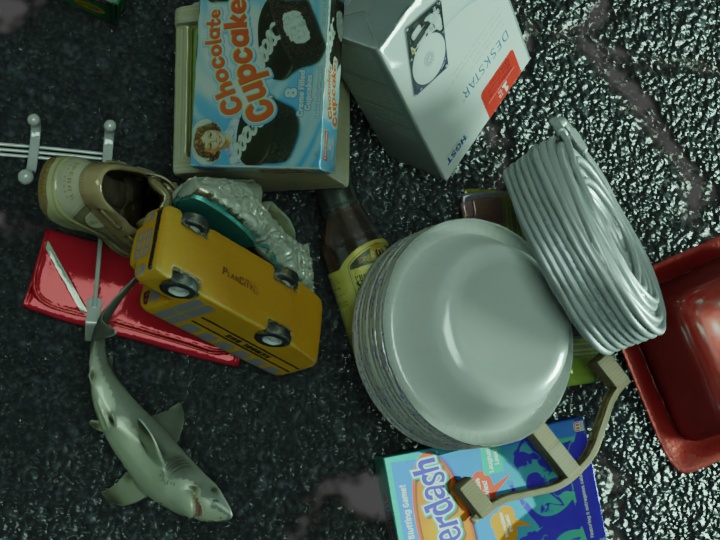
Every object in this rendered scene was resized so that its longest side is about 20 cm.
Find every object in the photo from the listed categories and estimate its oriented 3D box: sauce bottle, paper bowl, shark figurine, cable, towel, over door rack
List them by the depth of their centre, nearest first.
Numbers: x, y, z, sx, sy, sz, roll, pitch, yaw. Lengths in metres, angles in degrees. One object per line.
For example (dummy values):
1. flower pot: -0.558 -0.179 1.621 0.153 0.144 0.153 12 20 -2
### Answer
1. over door rack: -0.287 -0.044 0.981 0.147 0.067 0.201 4 71 -11
2. shark figurine: -0.186 0.118 0.992 0.089 0.128 0.216 -34 102 -50
3. paper bowl: 0.100 0.054 1.000 0.199 0.104 0.202 6 77 -28
4. cable: 0.199 -0.022 1.013 0.069 0.200 0.200 -29 109 20
5. sauce bottle: 0.000 0.000 1.053 0.066 0.066 0.201 -19 89 -14
6. towel: 0.174 0.014 1.111 0.143 0.023 0.201 -6 85 -13

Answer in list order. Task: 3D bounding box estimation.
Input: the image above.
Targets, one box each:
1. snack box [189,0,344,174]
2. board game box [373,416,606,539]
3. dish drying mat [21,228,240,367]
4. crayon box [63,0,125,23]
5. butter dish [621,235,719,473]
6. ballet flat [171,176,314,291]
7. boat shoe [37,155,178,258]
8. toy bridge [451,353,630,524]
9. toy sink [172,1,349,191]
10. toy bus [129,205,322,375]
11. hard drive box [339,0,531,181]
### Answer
1. snack box: -0.074 -0.180 0.926 0.115 0.037 0.202 3 89 19
2. board game box: 0.123 0.228 1.061 0.199 0.045 0.153 -10 85 -13
3. dish drying mat: -0.195 0.025 1.030 0.199 0.018 0.077 16 76 -9
4. crayon box: -0.289 -0.323 1.034 0.199 0.058 0.119 23 79 -8
5. butter dish: 0.365 0.068 1.078 0.199 0.148 0.201 -22 87 -15
6. ballet flat: -0.098 -0.039 0.993 0.071 0.200 0.072 -11 58 19
7. boat shoe: -0.183 -0.049 0.957 0.064 0.200 0.072 1 85 23
8. toy bridge: 0.173 0.162 1.043 0.200 0.027 0.067 -40 92 -15
9. toy sink: -0.086 -0.177 1.007 0.129 0.112 0.202 -1 83 18
10. toy bus: -0.114 0.021 0.966 0.200 0.078 0.065 32 53 -41
11. hard drive box: 0.062 -0.204 1.023 0.077 0.200 0.156 27 76 31
